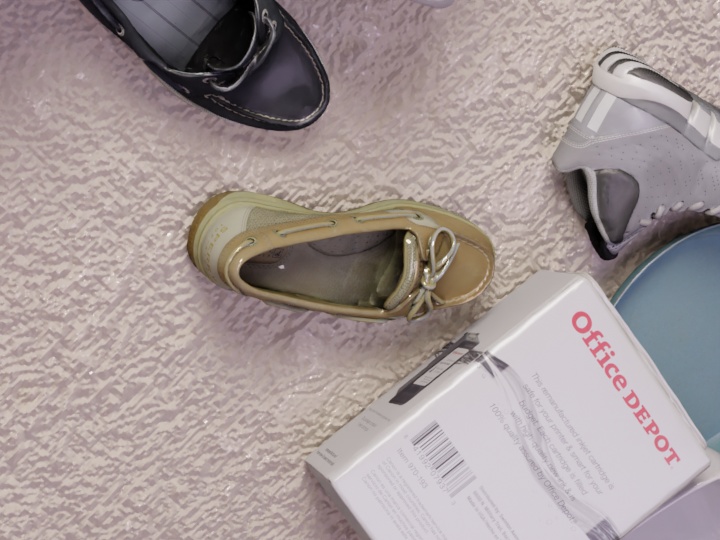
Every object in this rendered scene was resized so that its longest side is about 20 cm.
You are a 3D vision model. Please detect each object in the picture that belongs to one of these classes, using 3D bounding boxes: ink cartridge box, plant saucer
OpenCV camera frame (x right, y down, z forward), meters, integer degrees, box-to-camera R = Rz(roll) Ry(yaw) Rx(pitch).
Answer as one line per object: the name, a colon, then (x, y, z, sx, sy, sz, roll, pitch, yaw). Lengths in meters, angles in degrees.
ink cartridge box: (0.090, 0.115, 1.086, 0.199, 0.083, 0.146, -37, 99, -9)
plant saucer: (0.226, 0.056, 1.201, 0.198, 0.027, 0.202, -12, 118, -24)

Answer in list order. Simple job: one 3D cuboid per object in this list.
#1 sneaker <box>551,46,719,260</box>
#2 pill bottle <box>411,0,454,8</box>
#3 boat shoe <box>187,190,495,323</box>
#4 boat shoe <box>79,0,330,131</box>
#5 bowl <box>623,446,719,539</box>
sneaker: (0.197, -0.048, 1.113, 0.199, 0.075, 0.116, 28, 103, -26)
pill bottle: (0.033, -0.245, 0.890, 0.113, 0.114, 0.202, 13, 106, -33)
boat shoe: (0.000, -0.002, 1.020, 0.199, 0.063, 0.074, 10, 108, -33)
boat shoe: (-0.079, -0.126, 0.913, 0.075, 0.066, 0.199, -49, 127, -1)
bowl: (0.185, 0.206, 1.199, 0.199, 0.075, 0.200, -37, 137, 1)
